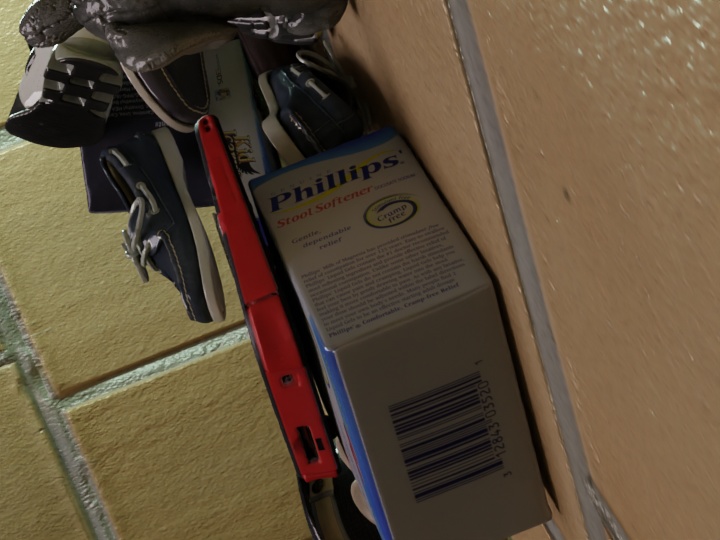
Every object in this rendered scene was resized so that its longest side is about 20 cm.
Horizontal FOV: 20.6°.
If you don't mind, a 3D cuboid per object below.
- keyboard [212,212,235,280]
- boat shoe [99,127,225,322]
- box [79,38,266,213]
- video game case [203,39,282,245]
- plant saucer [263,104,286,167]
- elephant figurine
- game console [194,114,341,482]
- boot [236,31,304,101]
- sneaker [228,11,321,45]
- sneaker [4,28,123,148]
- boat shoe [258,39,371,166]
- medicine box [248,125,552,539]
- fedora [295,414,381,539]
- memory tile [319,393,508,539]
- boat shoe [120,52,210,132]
[{"bbox_3d":[-0.088,0.015,1.552,0.200,0.011,0.056,70,-175,-69],"label":"keyboard"},{"bbox_3d":[-0.149,-0.032,1.481,0.075,0.062,0.200,85,166,-50],"label":"boat shoe"},{"bbox_3d":[-0.158,-0.166,1.651,0.197,0.117,0.201,-51,-45,-72],"label":"box"},{"bbox_3d":[-0.076,-0.043,1.516,0.200,0.045,0.182,73,-178,-51],"label":"video game case"},{"bbox_3d":[-0.029,-0.047,1.691,0.200,0.048,0.200,74,173,-45],"label":"plant saucer"},{"bbox_3d":[-0.115,-0.177,1.205,0.155,0.199,0.142,77,171,-57],"label":"elephant figurine"},{"bbox_3d":[-0.056,0.023,1.238,0.200,0.031,0.177,77,177,-57],"label":"game console"},{"bbox_3d":[-0.071,-0.187,1.516,0.187,0.064,0.200,-117,5,-54],"label":"boot"},{"bbox_3d":[-0.074,-0.235,1.337,0.078,0.090,0.200,4,144,37],"label":"sneaker"},{"bbox_3d":[-0.218,-0.156,1.515,0.200,0.074,0.089,144,136,-59],"label":"sneaker"},{"bbox_3d":[-0.030,-0.110,1.338,0.075,0.062,0.200,54,-173,-10],"label":"boat shoe"},{"bbox_3d":[0.023,0.046,1.198,0.200,0.103,0.183,-119,9,-55],"label":"medicine box"},{"bbox_3d":[0.031,0.192,1.643,0.201,0.091,0.201,47,-156,-28],"label":"fedora"},{"bbox_3d":[0.035,0.131,1.479,0.153,0.017,0.201,16,135,40],"label":"memory tile"},{"bbox_3d":[-0.144,-0.200,1.434,0.073,0.063,0.201,-4,-107,-59],"label":"boat shoe"}]
